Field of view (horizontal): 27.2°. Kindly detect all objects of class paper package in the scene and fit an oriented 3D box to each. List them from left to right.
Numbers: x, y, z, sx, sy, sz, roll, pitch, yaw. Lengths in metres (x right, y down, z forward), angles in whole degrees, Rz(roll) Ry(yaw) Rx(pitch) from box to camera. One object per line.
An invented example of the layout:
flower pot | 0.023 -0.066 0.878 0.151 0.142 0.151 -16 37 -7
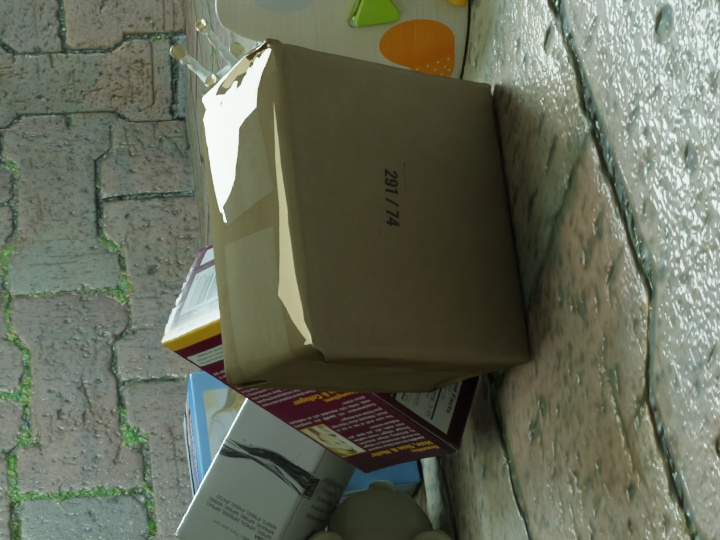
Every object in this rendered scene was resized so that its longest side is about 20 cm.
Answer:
paper package | 0.003 -0.028 0.966 0.103 0.190 0.202 -24 68 49

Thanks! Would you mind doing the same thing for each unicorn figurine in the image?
unicorn figurine | -0.102 -0.167 1.335 0.137 0.074 0.201 42 -159 -43

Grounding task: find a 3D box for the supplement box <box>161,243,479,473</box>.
supplement box | -0.024 0.055 1.057 0.110 0.200 0.086 -22 41 49

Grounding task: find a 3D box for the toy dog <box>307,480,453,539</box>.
toy dog | 0.008 0.298 1.257 0.194 0.138 0.201 -109 17 -57

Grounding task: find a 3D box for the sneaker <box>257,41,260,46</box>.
sneaker | -0.053 -0.272 1.172 0.079 0.131 0.201 0 54 45

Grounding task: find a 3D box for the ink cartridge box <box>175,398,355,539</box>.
ink cartridge box | -0.056 0.153 1.218 0.201 0.083 0.144 -63 -14 -8

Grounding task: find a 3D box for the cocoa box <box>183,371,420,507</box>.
cocoa box | -0.058 0.167 1.381 0.131 0.198 0.134 107 155 -63

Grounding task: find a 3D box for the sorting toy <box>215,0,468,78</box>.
sorting toy | -0.021 -0.234 1.079 0.107 0.179 0.202 115 149 -70

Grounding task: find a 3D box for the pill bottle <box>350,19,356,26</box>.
pill bottle | -0.009 -0.160 1.224 0.200 0.113 0.115 -109 18 -54
